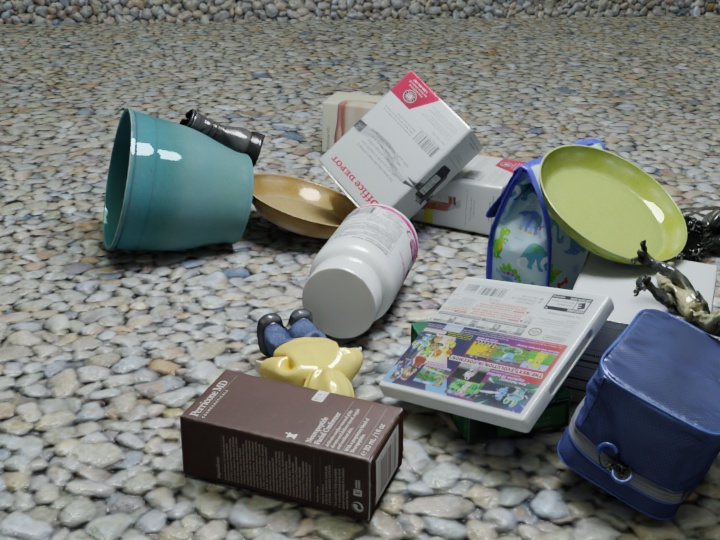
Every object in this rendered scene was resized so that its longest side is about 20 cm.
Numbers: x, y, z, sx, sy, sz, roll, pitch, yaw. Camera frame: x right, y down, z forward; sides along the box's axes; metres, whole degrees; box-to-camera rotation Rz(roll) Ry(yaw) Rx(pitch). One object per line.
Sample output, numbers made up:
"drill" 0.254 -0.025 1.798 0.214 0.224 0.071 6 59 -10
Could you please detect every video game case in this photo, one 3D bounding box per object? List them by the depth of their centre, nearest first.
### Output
"video game case" 0.143 0.082 1.089 0.199 0.023 0.182 8 47 46

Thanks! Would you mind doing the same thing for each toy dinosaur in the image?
"toy dinosaur" 0.331 0.016 1.096 0.088 0.048 0.200 30 18 -14

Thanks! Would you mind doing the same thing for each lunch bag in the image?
"lunch bag" 0.284 0.146 0.993 0.135 0.133 0.200 31 34 21
"lunch bag" 0.256 -0.063 1.354 0.127 0.201 0.169 24 34 39

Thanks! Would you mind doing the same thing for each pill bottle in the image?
"pill bottle" 0.000 0.000 1.309 0.112 0.114 0.200 8 26 14

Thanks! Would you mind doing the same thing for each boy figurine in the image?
"boy figurine" -0.050 0.108 1.135 0.123 0.065 0.200 -9 28 -21

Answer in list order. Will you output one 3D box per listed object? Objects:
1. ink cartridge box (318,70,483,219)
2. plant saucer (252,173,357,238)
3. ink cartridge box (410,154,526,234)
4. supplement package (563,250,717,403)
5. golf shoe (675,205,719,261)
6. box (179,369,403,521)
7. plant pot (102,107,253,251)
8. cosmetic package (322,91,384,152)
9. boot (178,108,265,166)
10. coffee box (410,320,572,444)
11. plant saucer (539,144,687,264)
"ink cartridge box" 0.060 -0.174 1.541 0.145 0.200 0.083 49 5 24
"plant saucer" -0.085 -0.093 1.552 0.199 0.036 0.200 16 19 -6
"ink cartridge box" 0.151 -0.131 1.631 0.199 0.084 0.145 12 27 22
"supplement package" 0.321 0.068 1.182 0.155 0.112 0.200 10 27 18
"golf shoe" 0.476 -0.051 1.511 0.199 0.078 0.094 -10 10 -27
"box" -0.065 0.166 1.000 0.199 0.075 0.100 8 26 18
"plant pot" -0.258 -0.117 1.472 0.187 0.201 0.200 8 21 -21
"cosmetic package" 0.035 -0.263 1.889 0.199 0.104 0.087 8 25 18
"boot" -0.234 -0.185 1.594 0.131 0.200 0.070 19 61 -14
"coffee box" 0.141 0.115 1.151 0.122 0.044 0.200 -8 27 -15
"plant saucer" 0.302 -0.075 1.246 0.199 0.031 0.201 14 43 -14
